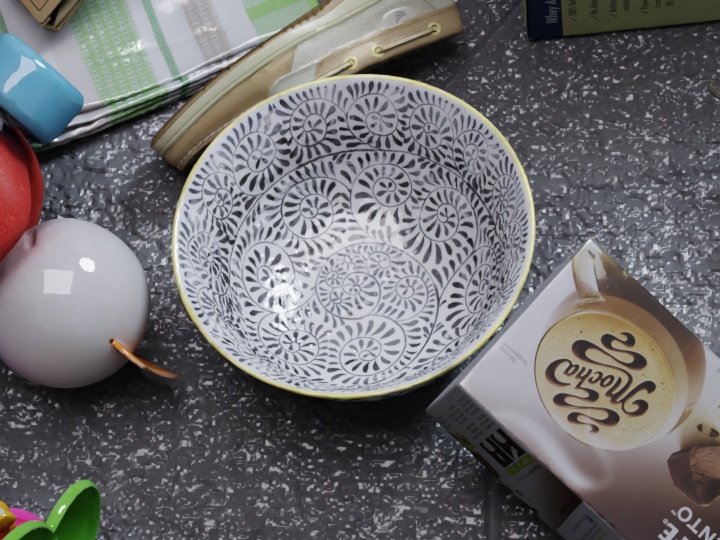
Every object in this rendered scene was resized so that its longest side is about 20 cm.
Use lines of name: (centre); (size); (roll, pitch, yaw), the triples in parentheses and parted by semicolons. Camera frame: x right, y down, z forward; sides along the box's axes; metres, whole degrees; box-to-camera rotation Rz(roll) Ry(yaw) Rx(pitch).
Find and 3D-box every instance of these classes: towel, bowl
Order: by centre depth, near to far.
bowl: (0.000, 0.000, 1.645); (0.201, 0.094, 0.201); (-3, 61, 5)
towel: (-0.135, -0.164, 1.782); (0.200, 0.031, 0.149); (-21, 63, -6)

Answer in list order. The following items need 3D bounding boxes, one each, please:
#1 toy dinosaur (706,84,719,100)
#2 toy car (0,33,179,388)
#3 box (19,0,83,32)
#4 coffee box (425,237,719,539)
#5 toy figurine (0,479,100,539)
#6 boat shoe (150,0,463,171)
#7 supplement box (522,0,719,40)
toy dinosaur: (0.277, -0.040, 1.660); (0.102, 0.077, 0.200); (-35, 59, -25)
toy car: (-0.185, 0.001, 1.655); (0.200, 0.177, 0.184); (42, 86, -7)
box: (-0.192, -0.269, 1.774); (0.164, 0.021, 0.200); (-49, 62, 16)
coffee box: (0.149, 0.097, 1.550); (0.200, 0.080, 0.113); (44, 72, 1)
toy figurine: (-0.262, 0.159, 1.565); (0.184, 0.150, 0.200); (19, 44, 13)
boat shoe: (-0.028, -0.112, 1.720); (0.200, 0.074, 0.066); (-35, 93, -3)
supplement box: (0.184, -0.247, 1.694); (0.200, 0.200, 0.134); (-6, 63, 3)
